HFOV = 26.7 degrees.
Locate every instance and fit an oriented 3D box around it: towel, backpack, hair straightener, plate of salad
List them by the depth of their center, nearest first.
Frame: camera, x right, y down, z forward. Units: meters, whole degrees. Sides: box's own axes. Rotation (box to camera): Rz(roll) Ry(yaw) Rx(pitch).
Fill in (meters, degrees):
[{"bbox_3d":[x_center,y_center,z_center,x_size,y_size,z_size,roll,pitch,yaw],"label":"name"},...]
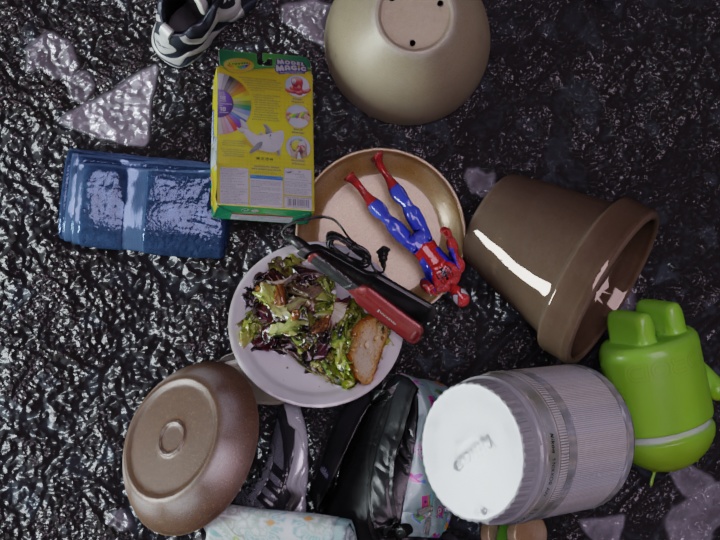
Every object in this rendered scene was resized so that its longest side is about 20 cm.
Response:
[{"bbox_3d":[-0.081,0.349,1.668,0.170,0.048,0.201,2,118,16],"label":"towel"},{"bbox_3d":[0.043,0.217,1.697,0.126,0.166,0.202,20,81,-42],"label":"backpack"},{"bbox_3d":[-0.049,0.055,1.698,0.198,0.048,0.202,1,67,-2],"label":"plate of salad"},{"bbox_3d":[0.000,0.000,1.705,0.199,0.041,0.077,32,49,8],"label":"hair straightener"},{"bbox_3d":[-0.247,-0.076,1.758,0.198,0.049,0.113,6,86,-2],"label":"towel"}]

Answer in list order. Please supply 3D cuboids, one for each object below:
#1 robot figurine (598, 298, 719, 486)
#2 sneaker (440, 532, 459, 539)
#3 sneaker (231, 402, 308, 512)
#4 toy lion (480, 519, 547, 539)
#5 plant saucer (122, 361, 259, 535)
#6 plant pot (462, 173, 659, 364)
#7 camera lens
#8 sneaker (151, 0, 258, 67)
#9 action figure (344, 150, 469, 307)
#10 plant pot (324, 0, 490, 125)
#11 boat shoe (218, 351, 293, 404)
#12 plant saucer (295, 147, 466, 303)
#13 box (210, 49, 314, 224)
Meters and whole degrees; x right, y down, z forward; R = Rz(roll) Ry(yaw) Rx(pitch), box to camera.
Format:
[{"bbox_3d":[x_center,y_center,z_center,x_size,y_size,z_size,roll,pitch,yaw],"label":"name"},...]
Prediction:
[{"bbox_3d":[0.337,0.137,1.720,0.174,0.115,0.202,-18,101,-27],"label":"robot figurine"},{"bbox_3d":[0.111,0.408,1.717,0.115,0.081,0.200,-28,89,-6],"label":"sneaker"},{"bbox_3d":[-0.117,0.248,1.722,0.113,0.075,0.202,3,88,-5],"label":"sneaker"},{"bbox_3d":[0.187,0.376,1.674,0.199,0.068,0.193,26,71,-29],"label":"toy lion"},{"bbox_3d":[-0.199,0.190,1.681,0.199,0.037,0.202,-19,56,31],"label":"plant saucer"},{"bbox_3d":[0.216,-0.021,1.718,0.174,0.200,0.201,33,85,20],"label":"plant pot"},{"bbox_3d":[0.184,0.184,1.623,0.199,0.159,0.161,-1,84,-44],"label":"camera lens"},{"bbox_3d":[-0.168,-0.329,1.741,0.199,0.130,0.080,-44,89,-5],"label":"sneaker"},{"bbox_3d":[0.062,-0.041,1.710,0.065,0.099,0.201,-37,91,-3],"label":"action figure"},{"bbox_3d":[0.058,-0.279,1.744,0.198,0.134,0.202,0,85,-2],"label":"plant pot"},{"bbox_3d":[-0.070,0.107,1.744,0.198,0.072,0.060,-4,42,1],"label":"boat shoe"},{"bbox_3d":[0.023,-0.041,1.772,0.198,0.035,0.202,0,86,-2],"label":"plant saucer"},{"bbox_3d":[-0.113,-0.156,1.743,0.116,0.048,0.202,4,71,-13],"label":"box"}]
